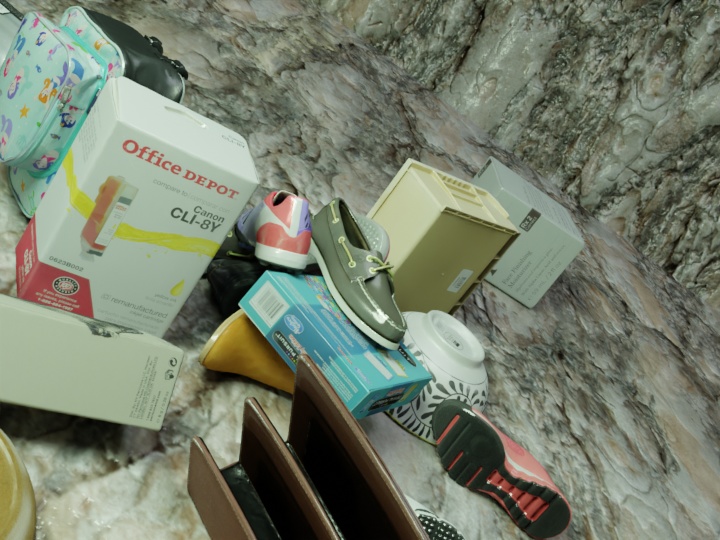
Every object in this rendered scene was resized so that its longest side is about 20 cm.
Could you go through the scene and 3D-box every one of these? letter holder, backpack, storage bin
[{"bbox_3d":[-0.041,0.181,0.643,0.099,0.143,0.201,-17,51,-27],"label":"letter holder"},{"bbox_3d":[-0.280,-0.143,0.878,0.149,0.202,0.178,10,25,-42],"label":"backpack"},{"bbox_3d":[0.092,-0.025,1.224,0.197,0.201,0.094,13,33,-47],"label":"storage bin"}]

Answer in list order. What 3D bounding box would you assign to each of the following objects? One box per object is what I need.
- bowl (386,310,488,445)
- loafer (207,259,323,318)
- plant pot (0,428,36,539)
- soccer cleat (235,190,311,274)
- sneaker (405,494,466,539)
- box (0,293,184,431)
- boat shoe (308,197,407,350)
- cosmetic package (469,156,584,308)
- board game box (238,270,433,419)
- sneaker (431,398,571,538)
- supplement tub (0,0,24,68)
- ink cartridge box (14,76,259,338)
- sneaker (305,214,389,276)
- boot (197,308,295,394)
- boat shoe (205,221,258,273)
[{"bbox_3d":[0.092,0.113,1.095,0.199,0.095,0.201,33,21,-14],"label":"bowl"},{"bbox_3d":[-0.089,0.020,1.031,0.198,0.073,0.072,15,26,-48],"label":"loafer"},{"bbox_3d":[-0.292,0.129,0.550,0.198,0.028,0.201,32,21,-14],"label":"plant pot"},{"bbox_3d":[-0.088,-0.051,0.939,0.067,0.074,0.200,14,7,-16],"label":"soccer cleat"},{"bbox_3d":[-0.001,0.219,0.796,0.198,0.074,0.080,32,-8,-2],"label":"sneaker"},{"bbox_3d":[-0.239,0.062,0.663,0.199,0.069,0.082,23,-6,-43],"label":"box"},{"bbox_3d":[-0.002,-0.001,0.939,0.072,0.060,0.203,30,20,-46],"label":"boat shoe"},{"bbox_3d":[0.282,-0.073,1.670,0.198,0.166,0.166,30,23,-15],"label":"cosmetic package"},{"bbox_3d":[-0.018,0.074,0.899,0.151,0.047,0.199,49,14,17],"label":"board game box"},{"bbox_3d":[0.156,0.224,1.030,0.200,0.074,0.087,44,11,-3],"label":"sneaker"},{"bbox_3d":[-0.434,-0.256,0.967,0.199,0.123,0.122,39,21,5],"label":"supplement tub"},{"bbox_3d":[-0.204,-0.049,0.806,0.144,0.201,0.084,22,26,-33],"label":"ink cartridge box"},{"bbox_3d":[-0.011,-0.013,1.102,0.104,0.077,0.199,27,-21,-36],"label":"sneaker"},{"bbox_3d":[-0.065,0.102,0.901,0.144,0.071,0.201,43,18,13],"label":"boot"},{"bbox_3d":[-0.162,-0.034,1.033,0.200,0.061,0.072,13,28,-47],"label":"boat shoe"}]
